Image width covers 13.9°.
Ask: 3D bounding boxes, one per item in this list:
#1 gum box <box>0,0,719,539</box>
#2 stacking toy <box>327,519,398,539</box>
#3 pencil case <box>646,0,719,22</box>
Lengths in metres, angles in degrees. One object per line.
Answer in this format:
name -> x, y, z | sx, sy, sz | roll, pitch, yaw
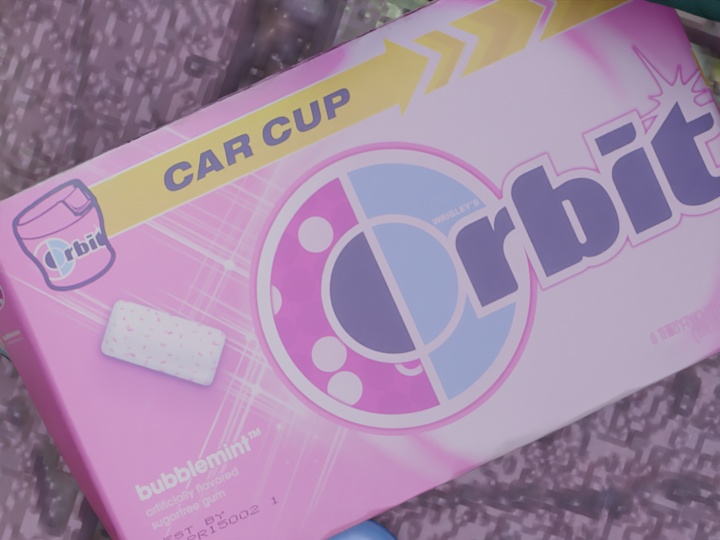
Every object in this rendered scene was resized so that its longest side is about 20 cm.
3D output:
gum box -> 0.000, 0.000, 0.781 | 0.200, 0.066, 0.114 | -25, 95, -7
stacking toy -> -0.001, 0.137, 0.715 | 0.116, 0.200, 0.110 | -36, 94, -6
pencil case -> 0.050, -0.124, 0.728 | 0.200, 0.085, 0.093 | 25, 116, 30
